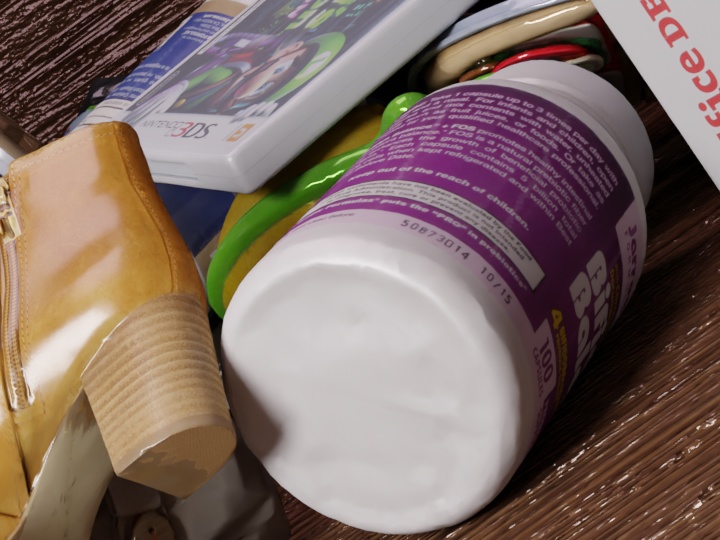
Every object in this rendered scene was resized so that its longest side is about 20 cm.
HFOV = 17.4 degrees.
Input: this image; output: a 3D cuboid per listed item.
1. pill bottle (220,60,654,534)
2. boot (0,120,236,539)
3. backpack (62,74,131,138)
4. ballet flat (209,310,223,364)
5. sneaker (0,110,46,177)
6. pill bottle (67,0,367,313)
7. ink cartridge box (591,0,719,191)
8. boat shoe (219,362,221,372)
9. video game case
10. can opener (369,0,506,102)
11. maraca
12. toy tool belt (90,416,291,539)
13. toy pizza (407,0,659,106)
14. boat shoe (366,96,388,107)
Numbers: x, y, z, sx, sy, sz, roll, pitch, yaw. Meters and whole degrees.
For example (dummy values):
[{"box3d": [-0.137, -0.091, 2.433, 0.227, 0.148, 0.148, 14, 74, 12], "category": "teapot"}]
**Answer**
[{"box3d": [0.039, -0.001, 0.841, 0.112, 0.113, 0.200, -29, 11, 35], "category": "pill bottle"}, {"box3d": [-0.134, 0.050, 0.819, 0.201, 0.071, 0.144, -36, 52, 15], "category": "boot"}, {"box3d": [-0.134, 0.007, 1.337, 0.153, 0.164, 0.200, -1, 39, 49], "category": "backpack"}, {"box3d": [-0.107, 0.064, 1.199, 0.067, 0.063, 0.200, -6, 23, 25], "category": "ballet flat"}, {"box3d": [-0.212, -0.033, 1.255, 0.109, 0.070, 0.200, -53, 12, -2], "category": "sneaker"}, {"box3d": [-0.095, -0.038, 1.163, 0.200, 0.111, 0.111, -48, 13, -24], "category": "pill bottle"}, {"box3d": [0.185, -0.128, 0.838, 0.199, 0.145, 0.085, -30, 12, 31], "category": "ink cartridge box"}, {"box3d": [0.000, 0.000, 1.132, 0.199, 0.064, 0.071, -32, 10, 26], "category": "boat shoe"}, {"box3d": [-0.017, -0.107, 1.048, 0.200, 0.023, 0.182, -41, 21, -17], "category": "video game case"}, {"box3d": [0.071, -0.125, 1.145, 0.199, 0.064, 0.079, -4, -19, 30], "category": "can opener"}, {"box3d": [0.016, -0.024, 1.008, 0.137, 0.107, 0.200, 3, -32, -41], "category": "maraca"}, {"box3d": [-0.130, 0.098, 0.901, 0.199, 0.125, 0.123, 5, 44, 47], "category": "toy tool belt"}, {"box3d": [0.120, -0.090, 1.030, 0.199, 0.032, 0.200, -8, -10, -2], "category": "toy pizza"}, {"box3d": [0.022, -0.104, 1.286, 0.199, 0.091, 0.071, -8, 44, -10], "category": "boat shoe"}]
